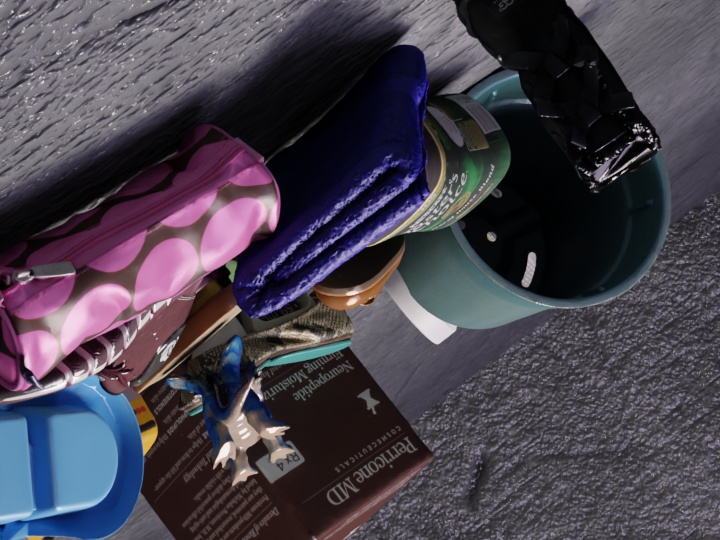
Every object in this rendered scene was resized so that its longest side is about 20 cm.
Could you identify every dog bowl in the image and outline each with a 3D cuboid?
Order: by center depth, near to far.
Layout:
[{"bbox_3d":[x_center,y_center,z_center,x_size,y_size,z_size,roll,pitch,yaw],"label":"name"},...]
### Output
[{"bbox_3d":[-0.227,0.128,1.348,0.050,0.112,0.200,-7,177,34],"label":"dog bowl"}]

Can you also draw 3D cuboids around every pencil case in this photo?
[{"bbox_3d":[-0.136,-0.012,1.141,0.200,0.091,0.094,-35,157,-32],"label":"pencil case"}]

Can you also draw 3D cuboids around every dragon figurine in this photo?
[{"bbox_3d":[-0.094,0.084,1.395,0.059,0.099,0.200,-31,161,-2],"label":"dragon figurine"}]

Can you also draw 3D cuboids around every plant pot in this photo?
[{"bbox_3d":[0.125,-0.043,1.691,0.200,0.200,0.196,-34,177,-23],"label":"plant pot"}]

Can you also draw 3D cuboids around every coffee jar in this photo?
[{"bbox_3d":[0.030,-0.073,1.461,0.104,0.085,0.200,-42,169,21],"label":"coffee jar"}]

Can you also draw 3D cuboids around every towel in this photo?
[{"bbox_3d":[-0.011,-0.055,1.271,0.148,0.050,0.200,-42,-165,19],"label":"towel"}]

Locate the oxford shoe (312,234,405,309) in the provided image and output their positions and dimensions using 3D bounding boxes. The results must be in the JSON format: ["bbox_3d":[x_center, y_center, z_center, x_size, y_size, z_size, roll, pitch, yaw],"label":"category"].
[{"bbox_3d":[0.000,0.000,1.539,0.071,0.071,0.200,4,-163,8],"label":"oxford shoe"}]

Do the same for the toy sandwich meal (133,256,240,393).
[{"bbox_3d":[-0.112,0.024,1.434,0.205,0.070,0.205,-37,171,-7],"label":"toy sandwich meal"}]

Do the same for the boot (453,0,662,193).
[{"bbox_3d":[0.134,-0.130,1.338,0.073,0.162,0.198,-38,171,10],"label":"boot"}]

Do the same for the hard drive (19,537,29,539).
[{"bbox_3d":[-0.274,0.256,1.445,0.135,0.042,0.200,-31,164,-15],"label":"hard drive"}]

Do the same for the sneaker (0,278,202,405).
[{"bbox_3d":[-0.169,0.052,1.262,0.200,0.076,0.116,-32,152,-34],"label":"sneaker"}]

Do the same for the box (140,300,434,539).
[{"bbox_3d":[-0.082,0.154,1.774,0.166,0.200,0.164,-30,167,-43],"label":"box"}]

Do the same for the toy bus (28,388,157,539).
[{"bbox_3d":[-0.234,0.152,1.529,0.065,0.078,0.200,-25,169,-48],"label":"toy bus"}]

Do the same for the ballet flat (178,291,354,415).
[{"bbox_3d":[-0.088,0.056,1.677,0.200,0.075,0.068,-22,177,-45],"label":"ballet flat"}]

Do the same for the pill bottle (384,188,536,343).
[{"bbox_3d":[0.121,-0.028,1.928,0.200,0.116,0.116,-39,171,7],"label":"pill bottle"}]
